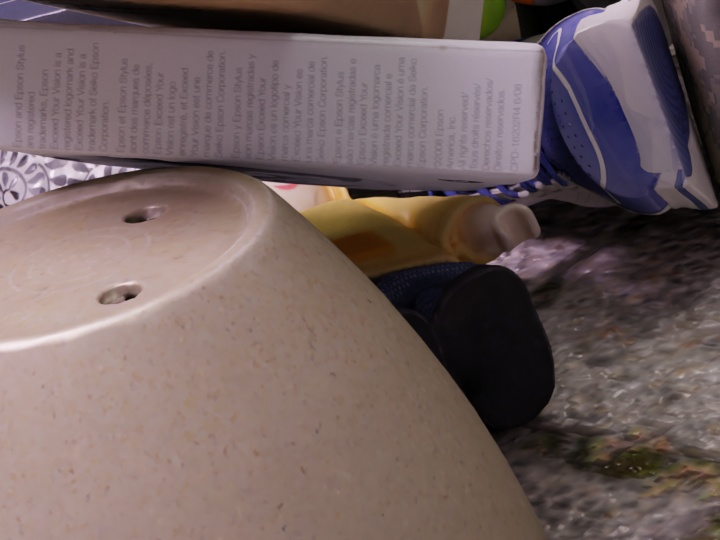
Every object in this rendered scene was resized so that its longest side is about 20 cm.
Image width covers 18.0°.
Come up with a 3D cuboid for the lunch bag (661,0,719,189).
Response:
[{"bbox_3d":[0.165,-0.127,0.844,0.117,0.165,0.200,-12,24,7],"label":"lunch bag"}]

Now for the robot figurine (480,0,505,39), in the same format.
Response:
[{"bbox_3d":[0.026,-0.173,0.804,0.115,0.176,0.200,5,32,28],"label":"robot figurine"}]

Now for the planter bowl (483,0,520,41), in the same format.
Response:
[{"bbox_3d":[0.003,-0.181,1.114,0.199,0.136,0.200,-12,22,5],"label":"planter bowl"}]

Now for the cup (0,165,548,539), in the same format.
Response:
[{"bbox_3d":[-0.052,0.059,0.575,0.199,0.144,0.201,-12,22,5],"label":"cup"}]

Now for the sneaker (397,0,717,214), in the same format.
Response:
[{"bbox_3d":[0.063,-0.048,0.835,0.115,0.081,0.199,-19,6,8],"label":"sneaker"}]

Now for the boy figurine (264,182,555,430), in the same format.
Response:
[{"bbox_3d":[0.000,0.000,0.787,0.124,0.065,0.200,-22,27,-11],"label":"boy figurine"}]

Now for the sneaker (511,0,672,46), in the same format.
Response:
[{"bbox_3d":[0.088,-0.159,0.941,0.079,0.201,0.074,-36,42,-25],"label":"sneaker"}]

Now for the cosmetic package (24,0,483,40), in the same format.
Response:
[{"bbox_3d":[-0.050,-0.104,0.612,0.105,0.072,0.200,6,2,30],"label":"cosmetic package"}]

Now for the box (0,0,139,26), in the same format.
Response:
[{"bbox_3d":[-0.115,-0.101,0.878,0.199,0.079,0.142,-13,39,11],"label":"box"}]

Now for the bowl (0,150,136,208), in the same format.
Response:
[{"bbox_3d":[-0.130,0.022,0.736,0.199,0.095,0.201,7,20,-3],"label":"bowl"}]

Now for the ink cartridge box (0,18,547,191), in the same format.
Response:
[{"bbox_3d":[-0.054,-0.049,0.677,0.199,0.041,0.200,5,1,-1],"label":"ink cartridge box"}]
